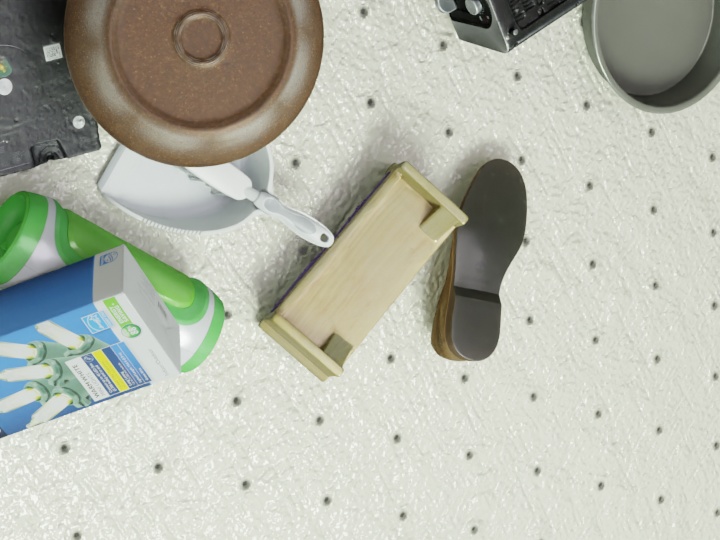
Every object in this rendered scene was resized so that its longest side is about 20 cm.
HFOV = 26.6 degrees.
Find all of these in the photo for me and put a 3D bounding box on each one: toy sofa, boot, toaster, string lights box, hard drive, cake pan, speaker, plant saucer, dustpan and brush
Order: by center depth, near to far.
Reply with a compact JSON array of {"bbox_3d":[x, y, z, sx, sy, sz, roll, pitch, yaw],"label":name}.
[{"bbox_3d":[-0.122,-0.176,1.146,0.200,0.037,0.201,-2,101,-13],"label":"plant saucer"},{"bbox_3d":[-0.292,-0.176,1.195,0.139,0.038,0.201,-19,112,-26],"label":"hard drive"},{"bbox_3d":[-0.253,0.063,1.196,0.199,0.059,0.103,-20,132,10],"label":"string lights box"},{"bbox_3d":[-0.211,0.012,1.256,0.200,0.088,0.089,31,85,-32],"label":"speaker"},{"bbox_3d":[-0.107,-0.074,1.315,0.200,0.057,0.140,32,85,-32],"label":"dustpan and brush"},{"bbox_3d":[0.144,-0.323,1.370,0.200,0.119,0.181,-35,118,-19],"label":"toaster"},{"bbox_3d":[0.000,0.000,1.396,0.083,0.098,0.200,41,80,-8],"label":"toy sofa"},{"bbox_3d":[0.106,-0.010,1.462,0.073,0.075,0.201,18,78,-20],"label":"boot"},{"bbox_3d":[0.302,-0.259,1.528,0.200,0.037,0.201,-8,105,-29],"label":"cake pan"}]
